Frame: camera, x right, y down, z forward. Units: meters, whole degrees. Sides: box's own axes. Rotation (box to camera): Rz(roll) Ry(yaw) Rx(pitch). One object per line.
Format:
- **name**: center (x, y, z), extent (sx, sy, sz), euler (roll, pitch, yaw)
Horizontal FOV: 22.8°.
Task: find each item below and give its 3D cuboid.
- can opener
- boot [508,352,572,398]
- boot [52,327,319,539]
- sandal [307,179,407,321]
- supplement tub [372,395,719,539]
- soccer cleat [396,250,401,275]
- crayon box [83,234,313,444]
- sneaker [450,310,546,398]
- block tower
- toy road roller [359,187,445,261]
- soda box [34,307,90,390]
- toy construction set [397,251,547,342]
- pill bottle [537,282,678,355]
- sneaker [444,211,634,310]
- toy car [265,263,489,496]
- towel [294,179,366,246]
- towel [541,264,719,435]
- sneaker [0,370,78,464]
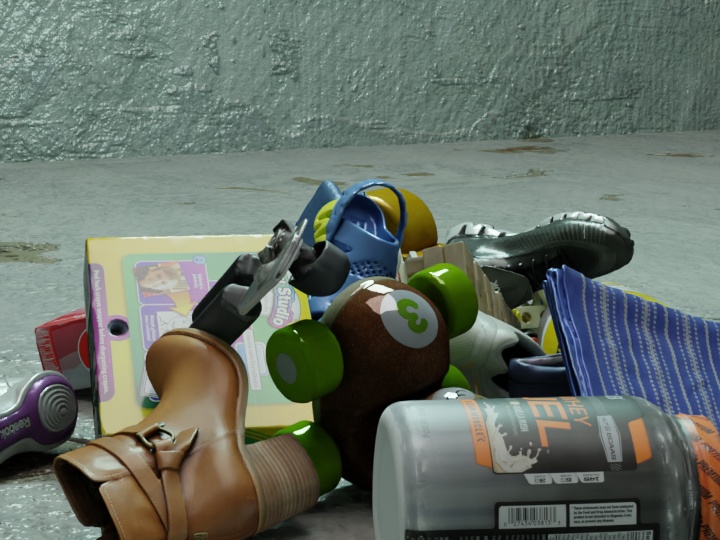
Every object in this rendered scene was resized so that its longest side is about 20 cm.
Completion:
- **can opener**: center (-0.068, 0.024, 1.260), extent (0.067, 0.054, 0.200), euler (30, -30, -10)
- **boot**: center (0.205, 0.107, 1.336), extent (0.198, 0.091, 0.073), euler (-2, 10, -13)
- **boot**: center (-0.140, 0.119, 1.212), extent (0.154, 0.077, 0.200), euler (-13, 46, -32)
- **sandal**: center (0.000, 0.000, 1.465), extent (0.079, 0.087, 0.201), euler (16, 48, -22)
- **supplement tub**: center (0.112, 0.137, 1.069), extent (0.198, 0.124, 0.123), euler (-1, 10, -9)
- **soccer cleat**: center (-0.048, 0.031, 1.586), extent (0.200, 0.070, 0.077), euler (-36, -44, 28)
- **crayon box**: center (-0.122, 0.062, 1.382), extent (0.171, 0.059, 0.201), euler (0, 47, -13)
- **sneaker**: center (0.118, 0.086, 1.416), extent (0.092, 0.076, 0.200), euler (22, -7, 33)
- **block tower**: center (0.091, 0.041, 1.511), extent (0.054, 0.058, 0.200), euler (-11, -26, 15)
- **toy road roller**: center (0.056, -0.006, 1.814), extent (0.199, 0.147, 0.123), euler (5, 11, 25)
- **soda box**: center (-0.183, 0.055, 1.543), extent (0.199, 0.064, 0.070), euler (-11, 8, 30)
- **toy construction set**: center (0.121, 0.024, 1.687), extent (0.198, 0.132, 0.092), euler (-5, -2, -12)
- **pill bottle**: center (0.214, 0.072, 1.475), extent (0.111, 0.113, 0.200), euler (-1, 9, -11)
- **sneaker**: center (0.145, 0.000, 1.570), extent (0.199, 0.067, 0.091), euler (-3, 36, 37)
- **toy car**: center (0.058, 0.104, 1.233), extent (0.164, 0.159, 0.199), euler (-21, 33, -38)
- **towel**: center (-0.017, 0.009, 1.688), extent (0.048, 0.112, 0.200), euler (22, 26, -30)
- **towel**: center (0.222, 0.077, 1.294), extent (0.199, 0.146, 0.024), euler (17, -45, -31)
- **sneaker**: center (-0.301, 0.124, 1.330), extent (0.099, 0.076, 0.200), euler (-10, -1, 30)
